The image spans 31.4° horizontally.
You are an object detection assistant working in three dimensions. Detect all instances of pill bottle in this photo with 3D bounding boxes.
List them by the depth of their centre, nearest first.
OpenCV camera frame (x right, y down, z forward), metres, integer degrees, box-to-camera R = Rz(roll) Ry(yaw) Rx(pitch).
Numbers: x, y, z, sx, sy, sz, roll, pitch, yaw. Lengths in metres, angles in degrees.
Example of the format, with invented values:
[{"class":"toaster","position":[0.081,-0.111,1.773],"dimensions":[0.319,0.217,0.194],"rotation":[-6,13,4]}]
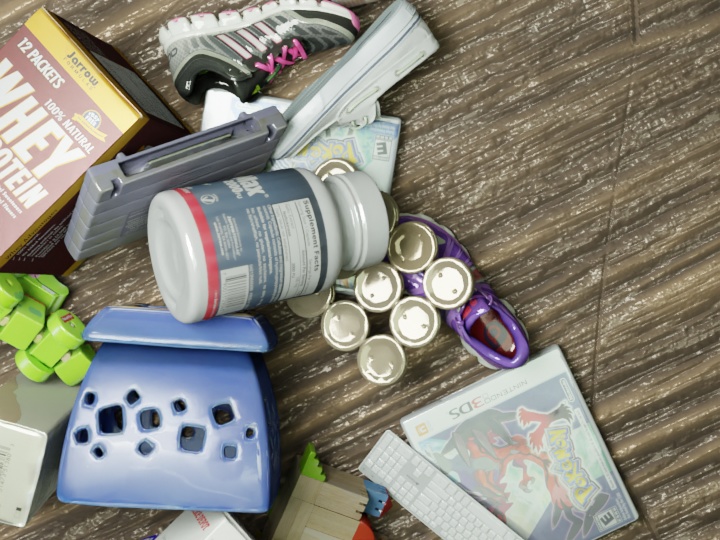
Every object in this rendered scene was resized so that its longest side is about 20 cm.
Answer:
[{"class":"pill bottle","position":[-0.081,-0.030,1.161],"dimensions":[0.199,0.119,0.121],"rotation":[-13,97,-25]}]

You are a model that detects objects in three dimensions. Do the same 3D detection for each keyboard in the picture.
[{"class":"keyboard","position":[0.090,0.245,1.304],"dimensions":[0.200,0.011,0.056],"rotation":[39,114,6]}]

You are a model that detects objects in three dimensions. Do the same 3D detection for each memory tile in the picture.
[{"class":"memory tile","position":[0.000,0.000,1.247],"dimensions":[0.200,0.017,0.154],"rotation":[42,101,12]}]

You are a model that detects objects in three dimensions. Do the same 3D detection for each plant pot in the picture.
[{"class":"plant pot","position":[-0.172,0.125,1.228],"dimensions":[0.198,0.200,0.182],"rotation":[4,90,0]}]

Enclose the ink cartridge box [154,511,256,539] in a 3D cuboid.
[{"class":"ink cartridge box","position":[-0.181,0.316,1.211],"dimensions":[0.200,0.146,0.084],"rotation":[-44,100,-9]}]

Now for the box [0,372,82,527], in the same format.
[{"class":"box","position":[-0.320,0.164,1.226],"dimensions":[0.077,0.200,0.096],"rotation":[15,96,-1]}]

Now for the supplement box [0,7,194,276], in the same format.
[{"class":"supplement box","position":[-0.283,-0.109,1.185],"dimensions":[0.197,0.200,0.133],"rotation":[-44,84,5]}]

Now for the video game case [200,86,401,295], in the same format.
[{"class":"video game case","position":[-0.070,-0.078,1.286],"dimensions":[0.198,0.022,0.184],"rotation":[9,97,-1]}]

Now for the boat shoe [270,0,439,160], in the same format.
[{"class":"boat shoe","position":[-0.006,-0.167,1.229],"dimensions":[0.200,0.074,0.067],"rotation":[-44,107,8]}]

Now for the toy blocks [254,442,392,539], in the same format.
[{"class":"toy blocks","position":[-0.030,0.284,1.298],"dimensions":[0.136,0.100,0.201],"rotation":[21,100,-12]}]

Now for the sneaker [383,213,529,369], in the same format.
[{"class":"sneaker","position":[0.098,0.019,1.263],"dimensions":[0.200,0.083,0.081],"rotation":[42,89,-4]}]

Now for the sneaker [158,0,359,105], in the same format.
[{"class":"sneaker","position":[-0.096,-0.205,1.236],"dimensions":[0.198,0.074,0.088],"rotation":[-7,76,7]}]

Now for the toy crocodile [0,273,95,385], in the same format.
[{"class":"toy crocodile","position":[-0.333,0.046,1.241],"dimensions":[0.067,0.062,0.200],"rotation":[-43,119,15]}]

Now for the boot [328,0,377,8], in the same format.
[{"class":"boot","position":[-0.005,-0.354,1.237],"dimensions":[0.146,0.070,0.201],"rotation":[-34,96,-2]}]

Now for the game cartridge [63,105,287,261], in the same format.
[{"class":"game cartridge","position":[-0.171,-0.081,1.172],"dimensions":[0.199,0.130,0.039],"rotation":[-24,77,-33]}]

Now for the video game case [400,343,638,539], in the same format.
[{"class":"video game case","position":[0.163,0.204,1.315],"dimensions":[0.181,0.023,0.201],"rotation":[-26,96,4]}]

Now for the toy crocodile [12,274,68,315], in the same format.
[{"class":"toy crocodile","position":[-0.381,-0.023,1.280],"dimensions":[0.199,0.062,0.068],"rotation":[31,132,-5]}]

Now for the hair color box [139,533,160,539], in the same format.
[{"class":"hair color box","position":[-0.285,0.360,1.318],"dimensions":[0.198,0.065,0.110],"rotation":[-19,95,4]}]
